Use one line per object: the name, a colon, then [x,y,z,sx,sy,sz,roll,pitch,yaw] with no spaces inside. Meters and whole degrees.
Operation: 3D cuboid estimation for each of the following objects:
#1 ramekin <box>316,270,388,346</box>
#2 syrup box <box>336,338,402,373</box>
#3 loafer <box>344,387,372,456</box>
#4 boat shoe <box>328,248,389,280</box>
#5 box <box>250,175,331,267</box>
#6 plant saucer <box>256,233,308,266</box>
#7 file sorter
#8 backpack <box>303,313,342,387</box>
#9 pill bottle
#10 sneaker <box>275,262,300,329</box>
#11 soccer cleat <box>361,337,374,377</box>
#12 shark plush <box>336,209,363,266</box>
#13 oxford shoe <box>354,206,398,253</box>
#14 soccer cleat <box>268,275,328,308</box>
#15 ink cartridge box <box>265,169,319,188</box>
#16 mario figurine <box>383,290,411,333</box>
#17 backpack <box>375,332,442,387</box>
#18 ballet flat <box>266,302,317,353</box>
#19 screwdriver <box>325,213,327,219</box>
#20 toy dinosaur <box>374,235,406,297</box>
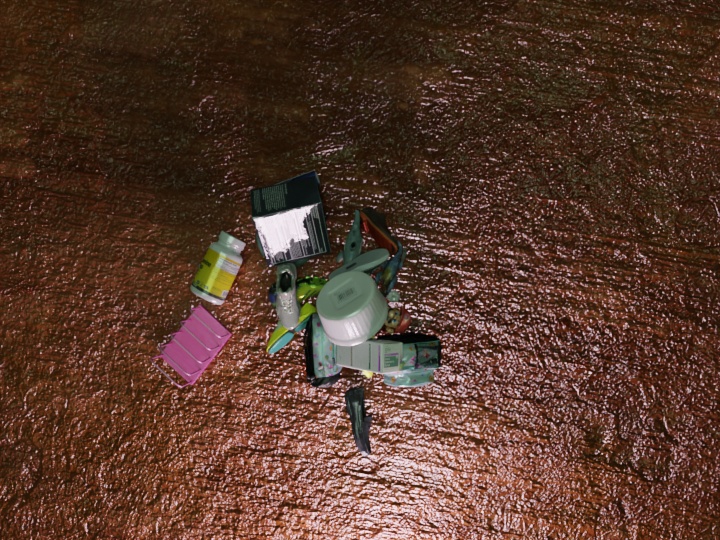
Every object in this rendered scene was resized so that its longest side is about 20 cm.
ramekin: [-0.028,0.097,1.520,0.196,0.203,0.099,-26,130,1]
syrup box: [0.023,0.230,1.520,0.077,0.197,0.085,2,89,-40]
loafer: [0.005,0.460,1.677,0.068,0.068,0.207,-15,84,10]
boat shoe: [0.000,0.000,1.628,0.195,0.069,0.058,-26,122,-1]
box: [-0.195,-0.137,1.569,0.191,0.203,0.126,-12,49,-3]
plant saucer: [-0.225,-0.104,1.695,0.192,0.036,0.208,-1,101,-6]
file sorter: [-0.516,0.230,1.670,0.138,0.125,0.202,39,89,2]
backpack: [-0.106,0.227,1.640,0.122,0.167,0.208,-1,96,-9]
pill bottle: [-0.430,-0.010,1.683,0.110,0.112,0.205,25,88,2]
sneaker: [-0.221,0.079,1.622,0.075,0.099,0.208,-6,98,-1]
soccer cleat: [0.014,0.221,1.680,0.081,0.065,0.207,-16,86,5]
shark plush: [-0.013,-0.077,1.669,0.088,0.084,0.205,21,107,-1]
oxford shoe: [0.063,-0.131,1.663,0.071,0.072,0.200,-30,54,-17]
soccer cleat: [-0.188,0.070,1.710,0.193,0.065,0.086,-9,115,-3]
ink cartridge box: [-0.213,-0.239,1.642,0.192,0.200,0.048,-21,97,1]
mario figurine: [0.053,0.122,1.603,0.193,0.106,0.128,10,109,10]
backpack: [0.121,0.259,1.611,0.194,0.175,0.159,7,85,-22]
ballet flat: [-0.219,0.172,1.703,0.198,0.067,0.068,-38,66,-3]
screwdriver: [-0.195,-0.139,1.722,0.194,0.028,0.030,-17,116,-3]
toy dinosaur: [0.083,-0.007,1.704,0.102,0.203,0.183,23,53,15]
